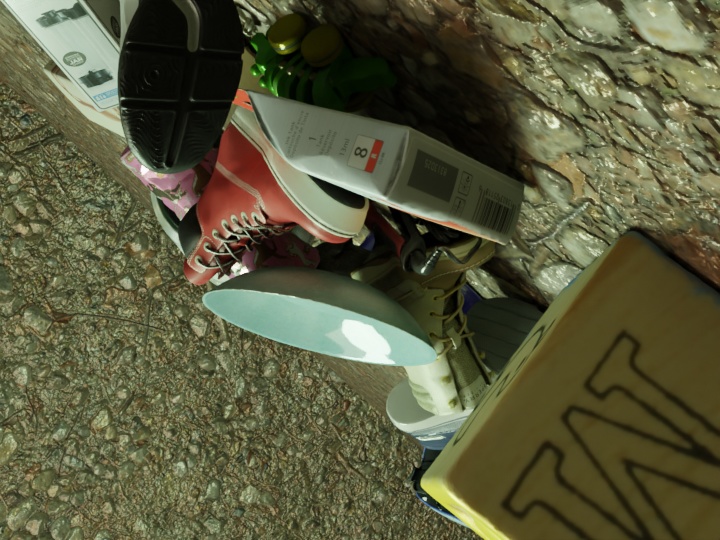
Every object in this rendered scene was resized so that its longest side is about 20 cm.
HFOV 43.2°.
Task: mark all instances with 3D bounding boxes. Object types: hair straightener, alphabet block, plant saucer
[{"bbox_3d":[0.041,-0.052,0.717,0.200,0.076,0.041,-129,17,-61],"label":"hair straightener"},{"bbox_3d":[0.178,0.128,0.620,0.196,0.201,0.195,38,169,9],"label":"alphabet block"},{"bbox_3d":[-0.030,0.033,0.752,0.199,0.039,0.201,13,165,4],"label":"plant saucer"}]

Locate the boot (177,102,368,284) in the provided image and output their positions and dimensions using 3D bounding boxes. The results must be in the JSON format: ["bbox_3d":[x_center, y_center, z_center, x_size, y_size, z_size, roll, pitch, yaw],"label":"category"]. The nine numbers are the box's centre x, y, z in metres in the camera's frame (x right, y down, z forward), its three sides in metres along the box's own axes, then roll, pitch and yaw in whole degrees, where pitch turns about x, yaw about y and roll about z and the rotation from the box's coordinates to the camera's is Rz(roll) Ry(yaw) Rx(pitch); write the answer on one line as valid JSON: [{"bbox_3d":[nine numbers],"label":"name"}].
[{"bbox_3d":[-0.076,-0.031,0.689,0.072,0.145,0.200,24,-168,-35],"label":"boot"}]

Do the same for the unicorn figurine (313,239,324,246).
[{"bbox_3d":[-0.122,-0.063,1.209,0.199,0.074,0.137,37,-178,-18],"label":"unicorn figurine"}]

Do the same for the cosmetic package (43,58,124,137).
[{"bbox_3d":[-0.253,-0.209,0.995,0.199,0.104,0.087,25,161,48],"label":"cosmetic package"}]

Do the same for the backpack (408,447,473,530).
[{"bbox_3d":[0.188,0.247,1.167,0.146,0.185,0.199,18,180,-35],"label":"backpack"}]

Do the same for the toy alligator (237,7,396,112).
[{"bbox_3d":[-0.053,-0.150,0.669,0.199,0.054,0.059,30,166,42],"label":"toy alligator"}]

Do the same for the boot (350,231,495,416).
[{"bbox_3d":[0.076,0.045,0.786,0.156,0.072,0.200,65,153,-1],"label":"boot"}]

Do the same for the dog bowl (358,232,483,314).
[{"bbox_3d":[0.063,0.048,1.021,0.199,0.079,0.200,38,169,9],"label":"dog bowl"}]

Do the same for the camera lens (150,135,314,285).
[{"bbox_3d":[-0.129,-0.069,0.981,0.159,0.160,0.200,37,170,10],"label":"camera lens"}]

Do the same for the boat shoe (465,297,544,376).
[{"bbox_3d":[0.177,0.087,0.819,0.199,0.072,0.062,29,171,42],"label":"boat shoe"}]

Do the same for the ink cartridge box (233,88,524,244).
[{"bbox_3d":[-0.011,-0.074,0.615,0.199,0.051,0.162,16,-178,35],"label":"ink cartridge box"}]

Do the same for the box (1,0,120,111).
[{"bbox_3d":[-0.251,-0.245,0.786,0.200,0.059,0.118,58,-160,-59],"label":"box"}]

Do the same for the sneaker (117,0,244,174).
[{"bbox_3d":[-0.125,-0.169,0.583,0.075,0.203,0.115,-1,-164,-25],"label":"sneaker"}]

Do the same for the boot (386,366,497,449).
[{"bbox_3d":[0.131,0.128,0.924,0.198,0.073,0.090,-16,144,22],"label":"boot"}]

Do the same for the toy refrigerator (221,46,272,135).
[{"bbox_3d":[-0.103,-0.151,0.810,0.200,0.070,0.076,44,176,-18],"label":"toy refrigerator"}]

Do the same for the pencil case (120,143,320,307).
[{"bbox_3d":[-0.125,-0.058,0.821,0.200,0.083,0.086,49,158,-18],"label":"pencil case"}]

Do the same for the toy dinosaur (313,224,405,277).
[{"bbox_3d":[0.000,0.000,0.918,0.198,0.104,0.077,11,173,4],"label":"toy dinosaur"}]
